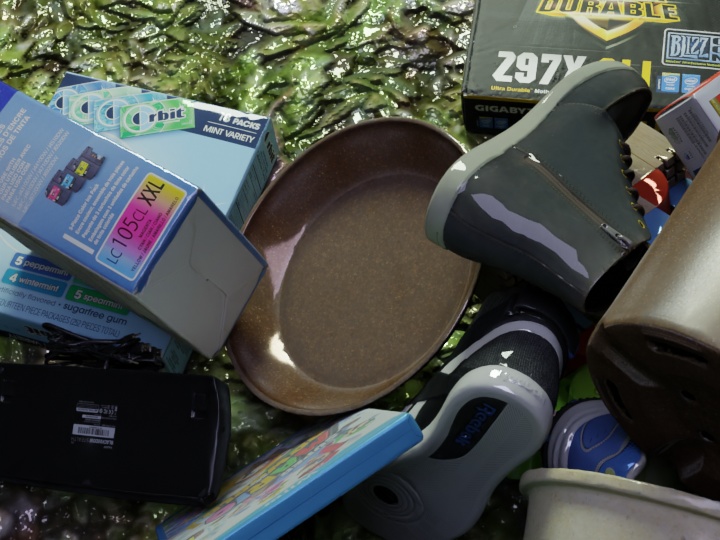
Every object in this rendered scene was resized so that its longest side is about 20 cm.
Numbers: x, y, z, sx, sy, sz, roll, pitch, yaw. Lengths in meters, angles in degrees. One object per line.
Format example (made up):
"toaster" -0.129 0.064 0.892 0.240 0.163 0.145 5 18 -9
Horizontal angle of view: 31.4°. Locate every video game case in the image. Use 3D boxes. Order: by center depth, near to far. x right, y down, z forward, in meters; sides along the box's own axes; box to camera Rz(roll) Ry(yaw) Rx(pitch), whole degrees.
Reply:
"video game case" -0.048 0.122 0.719 0.143 0.200 0.018 -32 92 -12

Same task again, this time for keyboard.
"keyboard" -0.154 0.089 0.805 0.199 0.040 0.105 1 80 32

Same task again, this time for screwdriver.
"screwdriver" 0.015 0.037 0.851 0.198 0.028 0.029 10 92 12

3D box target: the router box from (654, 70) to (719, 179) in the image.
"router box" 0.311 -0.063 0.801 0.179 0.049 0.201 -33 89 -20

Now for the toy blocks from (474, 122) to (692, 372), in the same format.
"toy blocks" 0.147 -0.024 0.807 0.199 0.100 0.137 -34 47 -17

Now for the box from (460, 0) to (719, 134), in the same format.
"box" 0.181 -0.172 0.941 0.198 0.049 0.161 6 62 10

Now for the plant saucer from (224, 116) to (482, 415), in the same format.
"plant saucer" 0.000 0.000 0.803 0.199 0.037 0.202 -18 58 30

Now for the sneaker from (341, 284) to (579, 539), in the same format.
"sneaker" 0.066 0.081 0.744 0.073 0.200 0.112 36 51 -5

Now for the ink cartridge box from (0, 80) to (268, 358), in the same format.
"ink cartridge box" -0.171 -0.038 0.795 0.199 0.137 0.077 27 79 21

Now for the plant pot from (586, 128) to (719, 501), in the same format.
"plant pot" 0.226 0.009 0.626 0.200 0.201 0.198 34 68 23

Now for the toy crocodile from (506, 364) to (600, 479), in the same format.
"toy crocodile" 0.166 0.064 0.794 0.199 0.068 0.062 -32 57 -14

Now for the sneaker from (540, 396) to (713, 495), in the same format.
"sneaker" 0.205 0.112 0.725 0.198 0.077 0.076 -2 99 -18

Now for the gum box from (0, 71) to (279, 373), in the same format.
"gum box" -0.171 -0.036 0.905 0.169 0.045 0.201 14 62 15

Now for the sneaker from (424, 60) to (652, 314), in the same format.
"sneaker" 0.133 -0.044 0.721 0.106 0.075 0.200 33 48 22

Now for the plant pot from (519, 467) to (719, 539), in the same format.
"plant pot" 0.151 0.222 0.645 0.199 0.201 0.185 15 73 15

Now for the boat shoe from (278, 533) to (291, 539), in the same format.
"boat shoe" -0.085 0.227 0.726 0.071 0.068 0.201 10 61 13
